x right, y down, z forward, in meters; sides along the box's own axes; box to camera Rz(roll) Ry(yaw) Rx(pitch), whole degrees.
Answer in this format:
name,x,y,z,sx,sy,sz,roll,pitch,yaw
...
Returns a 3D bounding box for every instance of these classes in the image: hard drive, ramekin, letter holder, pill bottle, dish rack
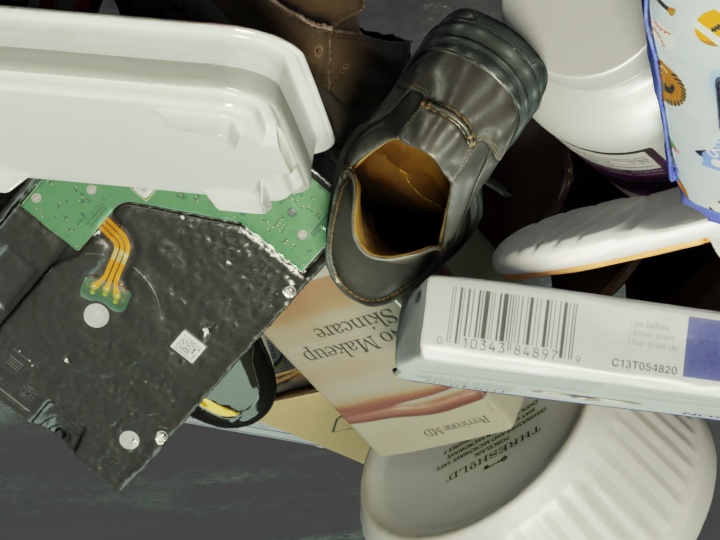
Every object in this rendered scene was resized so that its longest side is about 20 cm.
name,x,y,z,sx,sy,sz,roll,pitch,yaw
hard drive,-0.109,-0.006,1.188,0.200,0.139,0.038,-48,-169,20
ramekin,0.088,0.114,1.331,0.201,0.203,0.094,-17,127,37
letter holder,0.130,-0.027,1.305,0.100,0.143,0.200,-2,165,-11
pill bottle,0.133,-0.097,1.102,0.112,0.113,0.200,-11,164,20
dish rack,-0.117,-0.066,1.054,0.198,0.044,0.172,5,165,7

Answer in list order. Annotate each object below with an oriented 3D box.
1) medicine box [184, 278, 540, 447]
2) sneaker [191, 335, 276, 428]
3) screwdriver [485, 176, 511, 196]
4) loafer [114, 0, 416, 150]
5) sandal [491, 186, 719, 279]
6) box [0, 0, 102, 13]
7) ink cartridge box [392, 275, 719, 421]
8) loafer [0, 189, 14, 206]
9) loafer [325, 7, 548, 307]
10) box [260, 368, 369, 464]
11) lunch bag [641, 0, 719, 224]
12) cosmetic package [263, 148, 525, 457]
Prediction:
name,x,y,z,sx,sy,sz,roll,pitch,yaw
medicine box,-0.006,0.043,1.595,0.199,0.104,0.182,-15,162,33
sneaker,-0.113,0.019,1.269,0.070,0.201,0.090,-32,-157,10
screwdriver,0.013,-0.078,1.234,0.029,0.028,0.200,28,179,43
loafer,-0.040,-0.114,1.094,0.073,0.071,0.200,21,175,31
sandal,0.163,-0.009,1.073,0.205,0.060,0.079,-13,-166,8
box,-0.182,-0.108,1.104,0.109,0.035,0.200,-1,165,-15
ink cartridge box,0.117,0.039,1.125,0.198,0.041,0.200,7,174,-3
loafer,-0.140,-0.025,1.330,0.198,0.063,0.072,3,153,-5
loafer,0.016,-0.034,1.066,0.073,0.072,0.200,33,148,6
box,0.035,0.080,1.508,0.162,0.021,0.200,-16,161,20
lunch bag,0.212,-0.103,0.963,0.198,0.124,0.171,-14,140,3
cosmetic package,0.000,0.000,1.289,0.103,0.088,0.200,-17,128,39
